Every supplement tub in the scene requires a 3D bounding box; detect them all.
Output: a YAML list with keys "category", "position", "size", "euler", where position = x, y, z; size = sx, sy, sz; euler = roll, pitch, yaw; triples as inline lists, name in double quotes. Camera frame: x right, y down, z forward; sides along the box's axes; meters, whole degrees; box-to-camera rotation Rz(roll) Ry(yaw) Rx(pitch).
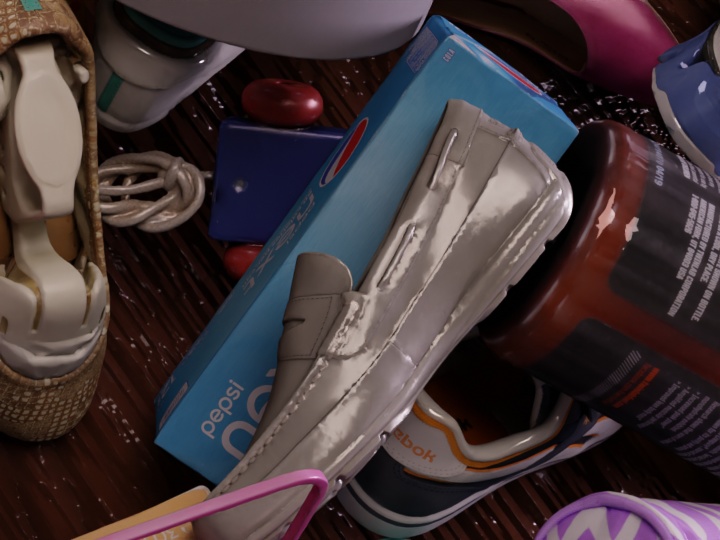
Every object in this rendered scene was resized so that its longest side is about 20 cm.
- category: "supplement tub"
  position: [0.153, 0.029, 1.197]
  size: [0.199, 0.107, 0.107]
  euler: [29, 55, -14]

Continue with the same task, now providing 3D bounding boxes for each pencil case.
- category: "pencil case"
  position: [0.146, 0.136, 1.196]
  size: [0.199, 0.084, 0.086]
  euler: [12, 85, -49]

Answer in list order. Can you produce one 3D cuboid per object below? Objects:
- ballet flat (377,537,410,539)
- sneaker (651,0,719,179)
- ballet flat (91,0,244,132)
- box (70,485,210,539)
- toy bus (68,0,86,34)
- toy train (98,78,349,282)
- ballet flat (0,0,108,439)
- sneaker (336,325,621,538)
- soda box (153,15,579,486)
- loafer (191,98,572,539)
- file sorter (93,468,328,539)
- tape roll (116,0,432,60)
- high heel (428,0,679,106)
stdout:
- category: "ballet flat"
  position: [0.055, 0.183, 1.179]
  size: [0.070, 0.066, 0.200]
  euler: [-14, 36, -29]
- category: "sneaker"
  position: [0.217, -0.117, 1.361]
  size: [0.081, 0.115, 0.200]
  euler: [55, 34, -11]
- category: "ballet flat"
  position: [-0.064, -0.113, 1.256]
  size: [0.069, 0.070, 0.200]
  euler: [37, 34, 4]
- category: "box"
  position: [-0.087, 0.208, 1.100]
  size: [0.152, 0.106, 0.201]
  euler: [-21, 69, -28]
- category: "toy bus"
  position: [-0.177, -0.145, 1.263]
  size: [0.065, 0.079, 0.200]
  euler: [-9, 30, -23]
- category: "toy train"
  position: [-0.042, -0.045, 1.271]
  size: [0.199, 0.116, 0.085]
  euler: [6, 102, -6]
- category: "ballet flat"
  position: [-0.130, -0.018, 1.165]
  size: [0.070, 0.201, 0.065]
  euler: [-14, 23, -21]
- category: "sneaker"
  position: [0.076, 0.041, 1.263]
  size: [0.078, 0.080, 0.200]
  euler: [45, 49, 12]
- category: "soda box"
  position: [0.000, 0.000, 1.192]
  size: [0.068, 0.064, 0.200]
  euler: [35, 98, -11]
- category: "loafer"
  position: [-0.002, 0.023, 1.115]
  size: [0.070, 0.070, 0.200]
  euler: [40, 73, 0]
- category: "file sorter"
  position: [-0.037, 0.186, 0.988]
  size: [0.138, 0.126, 0.201]
  euler: [-17, 67, -26]
- category: "tape roll"
  position: [-0.054, -0.167, 1.204]
  size: [0.199, 0.066, 0.201]
  euler: [19, 28, -11]
- category: "high heel"
  position: [0.056, -0.112, 1.372]
  size: [0.199, 0.068, 0.096]
  euler: [33, 66, 9]
